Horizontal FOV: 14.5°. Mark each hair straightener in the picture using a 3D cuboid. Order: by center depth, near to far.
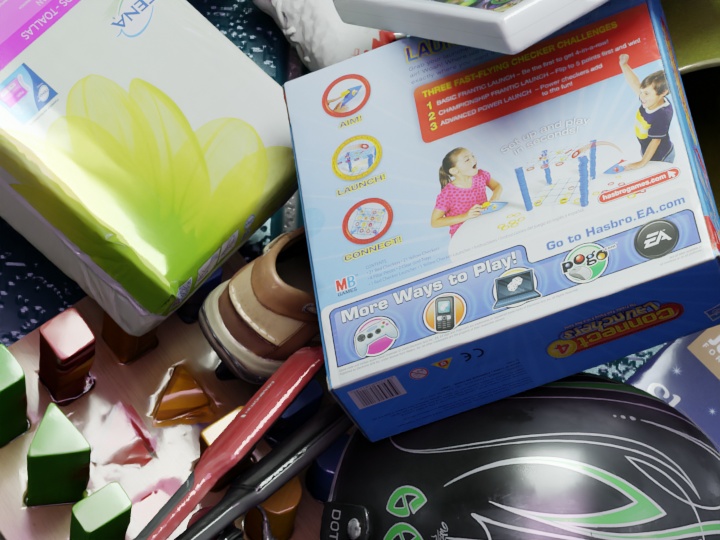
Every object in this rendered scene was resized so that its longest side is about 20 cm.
[{"bbox_3d":[-0.062,0.130,1.411,0.077,0.041,0.200,51,61,-18],"label":"hair straightener"}]

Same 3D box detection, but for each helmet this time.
[{"bbox_3d":[0.098,0.140,1.425,0.190,0.200,0.201,4,63,29],"label":"helmet"}]

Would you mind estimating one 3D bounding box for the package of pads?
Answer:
[{"bbox_3d":[-0.134,-0.082,1.498,0.200,0.068,0.155,43,54,3],"label":"package of pads"}]

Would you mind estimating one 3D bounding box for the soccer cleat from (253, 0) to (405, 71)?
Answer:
[{"bbox_3d":[-0.018,-0.141,1.608,0.085,0.069,0.201,-6,65,1],"label":"soccer cleat"}]

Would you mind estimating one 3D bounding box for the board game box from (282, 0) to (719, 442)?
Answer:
[{"bbox_3d":[0.071,-0.038,1.402,0.199,0.056,0.196,-19,52,13],"label":"board game box"}]

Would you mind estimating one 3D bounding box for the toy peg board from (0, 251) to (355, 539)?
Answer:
[{"bbox_3d":[-0.099,0.086,1.491,0.199,0.098,0.200,-33,75,-18],"label":"toy peg board"}]

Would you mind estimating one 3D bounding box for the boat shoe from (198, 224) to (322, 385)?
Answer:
[{"bbox_3d":[0.000,0.000,1.511,0.076,0.074,0.200,48,39,10],"label":"boat shoe"}]

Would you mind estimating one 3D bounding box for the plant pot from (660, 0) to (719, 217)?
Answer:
[{"bbox_3d":[0.139,-0.128,1.576,0.186,0.187,0.201,-14,56,-12],"label":"plant pot"}]

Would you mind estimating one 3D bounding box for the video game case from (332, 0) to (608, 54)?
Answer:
[{"bbox_3d":[0.102,-0.166,1.446,0.181,0.200,0.023,-30,110,-18],"label":"video game case"}]

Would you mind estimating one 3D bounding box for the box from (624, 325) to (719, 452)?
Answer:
[{"bbox_3d":[0.184,0.107,1.551,0.200,0.032,0.121,-41,77,-21],"label":"box"}]
